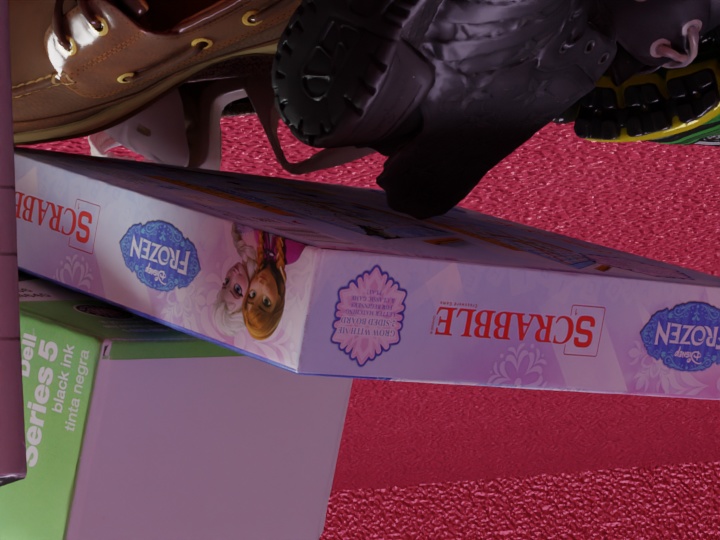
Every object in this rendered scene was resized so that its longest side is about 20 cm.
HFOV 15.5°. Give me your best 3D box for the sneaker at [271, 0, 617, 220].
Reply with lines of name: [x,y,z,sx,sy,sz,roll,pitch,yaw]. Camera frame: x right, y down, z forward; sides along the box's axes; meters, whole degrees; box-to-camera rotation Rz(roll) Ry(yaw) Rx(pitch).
sneaker: [0.045,-0.089,0.814,0.104,0.060,0.200,-2,142,-46]

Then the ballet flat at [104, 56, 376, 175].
ballet flat: [-0.044,-0.068,1.003,0.200,0.067,0.068,-6,169,13]

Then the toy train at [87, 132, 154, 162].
toy train: [-0.169,-0.031,1.102,0.200,0.150,0.056,-8,138,-16]

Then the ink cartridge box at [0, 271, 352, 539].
ink cartridge box: [-0.125,0.037,0.938,0.200,0.084,0.145,16,-171,33]

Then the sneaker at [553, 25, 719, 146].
sneaker: [0.169,-0.086,1.001,0.200,0.078,0.085,1,180,30]

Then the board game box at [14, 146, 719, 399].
board game box: [0.000,0.000,0.901,0.199,0.041,0.200,5,-172,-39]

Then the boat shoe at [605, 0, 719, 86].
boat shoe: [0.085,-0.094,0.924,0.200,0.060,0.074,-3,169,-3]

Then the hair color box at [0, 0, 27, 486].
hair color box: [-0.158,-0.034,0.788,0.101,0.200,0.061,2,168,-26]

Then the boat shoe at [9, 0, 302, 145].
boat shoe: [-0.074,-0.094,0.866,0.200,0.072,0.068,-14,162,18]
